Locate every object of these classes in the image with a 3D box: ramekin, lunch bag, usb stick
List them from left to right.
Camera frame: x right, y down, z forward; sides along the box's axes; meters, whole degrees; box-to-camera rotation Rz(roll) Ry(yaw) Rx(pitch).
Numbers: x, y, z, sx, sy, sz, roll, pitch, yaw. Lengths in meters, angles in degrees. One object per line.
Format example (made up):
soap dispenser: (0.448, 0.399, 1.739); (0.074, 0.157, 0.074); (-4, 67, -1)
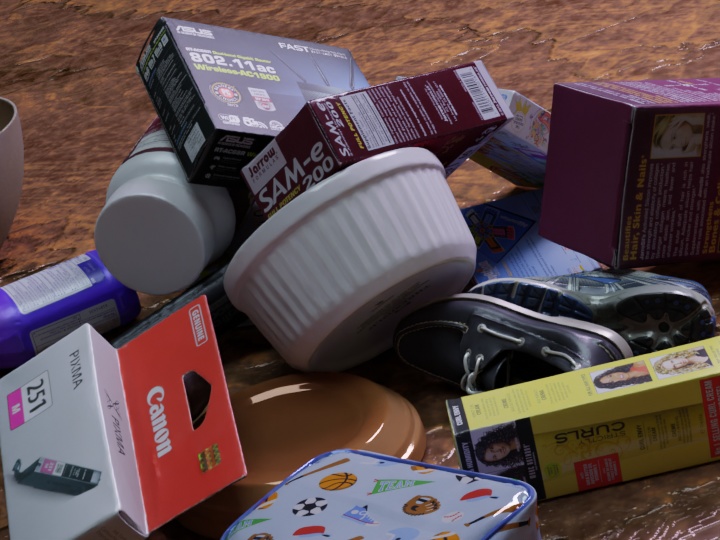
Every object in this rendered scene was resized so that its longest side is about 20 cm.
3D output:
usb stick: (-0.119, 0.028, 1.601); (0.200, 0.055, 0.033); (-35, 35, -4)
ramekin: (0.000, 0.000, 1.512); (0.202, 0.202, 0.094); (-25, 71, -23)
lunch bag: (0.020, 0.182, 1.248); (0.200, 0.076, 0.160); (8, 31, 40)

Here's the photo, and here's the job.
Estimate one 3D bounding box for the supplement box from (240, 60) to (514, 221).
supplement box: (0.015, -0.101, 1.539); (0.200, 0.061, 0.109); (-18, -16, -41)

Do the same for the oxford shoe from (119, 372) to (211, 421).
oxford shoe: (-0.194, 0.103, 1.527); (0.200, 0.071, 0.073); (-1, 18, 39)

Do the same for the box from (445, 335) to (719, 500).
box: (0.164, 0.107, 1.330); (0.200, 0.075, 0.050); (-12, 27, 0)

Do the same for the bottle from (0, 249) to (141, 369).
bottle: (-0.296, 0.046, 1.700); (0.200, 0.065, 0.084); (-24, 26, -20)

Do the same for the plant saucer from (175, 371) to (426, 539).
plant saucer: (-0.052, 0.130, 1.435); (0.200, 0.038, 0.200); (-11, 26, 6)

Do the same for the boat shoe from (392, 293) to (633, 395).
boat shoe: (0.102, 0.066, 1.448); (0.200, 0.073, 0.063); (7, 31, 32)

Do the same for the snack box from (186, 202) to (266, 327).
snack box: (-0.044, -0.025, 1.717); (0.200, 0.068, 0.169); (-11, 26, 10)

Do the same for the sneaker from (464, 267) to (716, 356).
sneaker: (0.178, 0.034, 1.493); (0.200, 0.077, 0.085); (4, 20, 18)

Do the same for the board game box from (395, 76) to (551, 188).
board game box: (0.136, -0.114, 1.697); (0.134, 0.034, 0.200); (12, -9, 43)

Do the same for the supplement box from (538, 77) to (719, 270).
supplement box: (0.254, -0.081, 1.544); (0.200, 0.131, 0.103); (-4, 18, -33)

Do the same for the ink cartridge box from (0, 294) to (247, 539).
ink cartridge box: (-0.178, 0.114, 1.396); (0.173, 0.044, 0.200); (-33, 40, 13)

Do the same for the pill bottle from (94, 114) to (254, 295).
pill bottle: (-0.150, -0.069, 1.657); (0.114, 0.114, 0.200); (-5, 28, 18)

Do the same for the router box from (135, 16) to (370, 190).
router box: (-0.074, -0.134, 1.642); (0.200, 0.062, 0.150); (6, 40, -35)

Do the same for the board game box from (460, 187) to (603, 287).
board game box: (0.138, -0.017, 1.662); (0.103, 0.019, 0.200); (-14, 25, -3)

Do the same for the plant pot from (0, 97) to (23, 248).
plant pot: (-0.420, -0.074, 1.930); (0.200, 0.135, 0.200); (-12, 25, 6)
